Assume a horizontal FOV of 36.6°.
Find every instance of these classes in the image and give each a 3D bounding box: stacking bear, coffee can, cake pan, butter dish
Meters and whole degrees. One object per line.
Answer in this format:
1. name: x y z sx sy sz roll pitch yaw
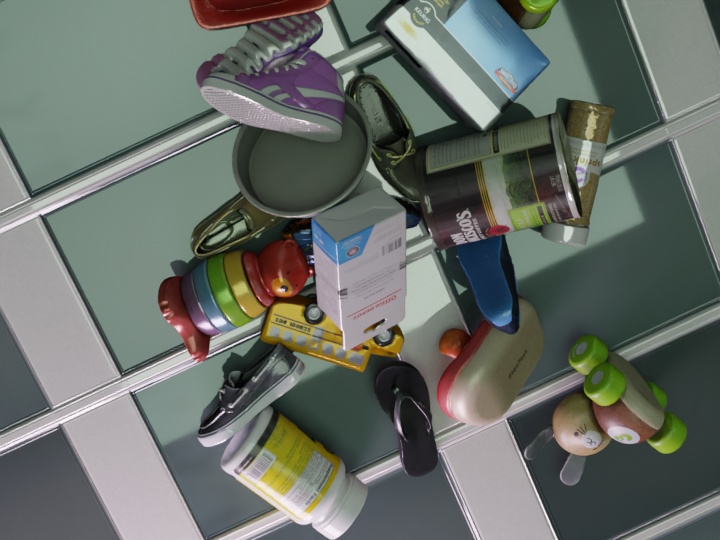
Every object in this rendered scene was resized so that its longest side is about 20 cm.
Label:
1. stacking bear: -0.164 0.022 1.514 0.198 0.114 0.122 -23 123 10
2. coffee can: 0.189 -0.122 1.486 0.198 0.146 0.148 -13 103 16
3. cake pan: -0.077 -0.158 1.489 0.198 0.037 0.202 -5 66 11
4. butter dish: -0.143 -0.434 1.416 0.197 0.148 0.202 -11 95 -3

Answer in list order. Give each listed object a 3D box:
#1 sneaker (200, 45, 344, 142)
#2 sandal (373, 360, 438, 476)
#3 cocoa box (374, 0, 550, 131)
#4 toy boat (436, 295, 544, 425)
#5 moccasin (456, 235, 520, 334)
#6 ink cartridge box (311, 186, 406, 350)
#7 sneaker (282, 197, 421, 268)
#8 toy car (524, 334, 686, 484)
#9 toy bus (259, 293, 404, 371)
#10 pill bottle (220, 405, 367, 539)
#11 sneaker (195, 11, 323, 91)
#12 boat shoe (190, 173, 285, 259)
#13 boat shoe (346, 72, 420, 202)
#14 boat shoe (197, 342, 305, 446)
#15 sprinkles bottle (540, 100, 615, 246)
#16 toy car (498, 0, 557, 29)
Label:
1. sneaker: -0.112 -0.248 1.432 0.199 0.072 0.116 14 74 -28
2. sandal: 0.077 0.219 1.603 0.075 0.043 0.202 -23 114 -6
3. cocoa box: 0.136 -0.308 1.478 0.131 0.133 0.200 -45 101 4
4. toy boat: 0.169 0.123 1.578 0.201 0.130 0.131 -53 138 -25
5. moccasin: 0.180 0.006 1.538 0.080 0.202 0.068 -18 141 19
6. ink cartridge box: 0.000 0.000 1.489 0.115 0.067 0.201 -26 137 -25
7. sneaker: -0.009 -0.053 1.557 0.198 0.076 0.079 -13 115 3
8. toy car: 0.339 0.229 1.596 0.164 0.158 0.200 36 108 -21
9. toy bus: -0.040 0.089 1.576 0.198 0.065 0.079 18 100 -8
10. pill bottle: -0.094 0.296 1.587 0.199 0.114 0.115 38 96 -11
11. sneaker: -0.132 -0.282 1.495 0.200 0.080 0.089 -39 145 -15
12. boat shoe: -0.152 -0.078 1.528 0.199 0.076 0.072 -39 101 3
13. boat shoe: 0.043 -0.182 1.532 0.072 0.060 0.203 -29 102 1
14. boat shoe: -0.171 0.176 1.563 0.199 0.072 0.068 -38 109 21
15. sprinkles bottle: 0.311 -0.139 1.561 0.067 0.068 0.202 9 100 -7
16. toy car: 0.205 -0.440 1.456 0.200 0.164 0.158 40 96 2
